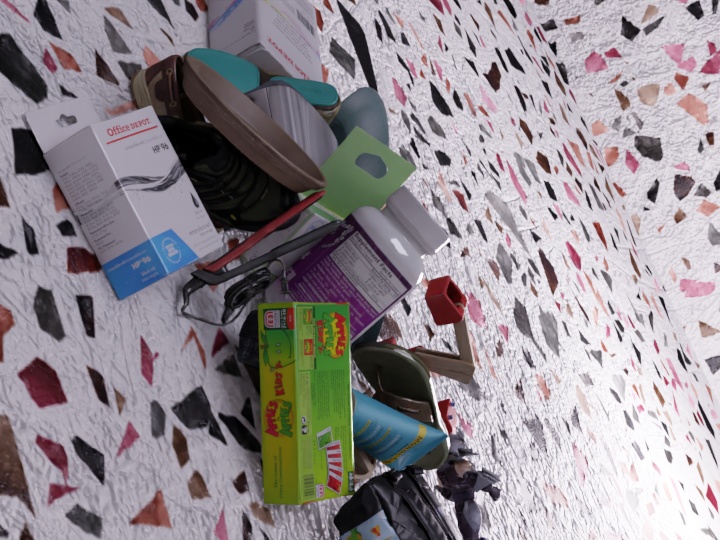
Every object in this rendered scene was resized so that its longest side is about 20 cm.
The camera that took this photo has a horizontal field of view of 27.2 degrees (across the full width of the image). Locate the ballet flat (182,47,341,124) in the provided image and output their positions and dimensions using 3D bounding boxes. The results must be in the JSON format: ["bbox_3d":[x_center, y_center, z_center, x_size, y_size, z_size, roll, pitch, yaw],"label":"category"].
[{"bbox_3d":[-0.124,-0.211,1.798,0.199,0.071,0.071,13,41,-12],"label":"ballet flat"}]

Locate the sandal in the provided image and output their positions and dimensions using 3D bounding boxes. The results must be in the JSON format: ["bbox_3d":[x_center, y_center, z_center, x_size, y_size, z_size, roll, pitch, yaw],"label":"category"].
[{"bbox_3d":[0.051,0.163,1.734,0.201,0.079,0.057,63,33,-27],"label":"sandal"}]

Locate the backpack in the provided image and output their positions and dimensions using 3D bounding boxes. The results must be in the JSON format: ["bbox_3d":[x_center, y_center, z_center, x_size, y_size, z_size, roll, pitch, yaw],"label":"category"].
[{"bbox_3d":[0.057,0.325,1.572,0.200,0.154,0.163,46,13,14],"label":"backpack"}]

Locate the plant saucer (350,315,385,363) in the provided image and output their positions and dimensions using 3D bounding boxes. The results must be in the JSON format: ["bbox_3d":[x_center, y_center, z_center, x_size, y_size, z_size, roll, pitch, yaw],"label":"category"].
[{"bbox_3d":[0.024,0.025,1.799,0.027,0.201,0.200,18,30,-1],"label":"plant saucer"}]

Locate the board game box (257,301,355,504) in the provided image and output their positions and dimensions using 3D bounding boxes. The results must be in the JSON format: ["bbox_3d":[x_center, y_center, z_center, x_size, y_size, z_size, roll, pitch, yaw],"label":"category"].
[{"bbox_3d":[-0.055,0.133,1.523,0.101,0.047,0.201,2,85,-57],"label":"board game box"}]

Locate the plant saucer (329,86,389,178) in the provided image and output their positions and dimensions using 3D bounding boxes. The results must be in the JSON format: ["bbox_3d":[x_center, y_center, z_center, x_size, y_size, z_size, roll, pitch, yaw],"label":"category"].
[{"bbox_3d":[-0.023,-0.133,1.861,0.039,0.201,0.202,7,52,-23],"label":"plant saucer"}]

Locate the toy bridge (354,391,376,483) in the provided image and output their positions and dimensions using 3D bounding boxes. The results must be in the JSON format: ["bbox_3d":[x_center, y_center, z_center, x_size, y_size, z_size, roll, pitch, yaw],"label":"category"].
[{"bbox_3d":[-0.011,0.205,1.677,0.067,0.027,0.200,61,21,-9],"label":"toy bridge"}]

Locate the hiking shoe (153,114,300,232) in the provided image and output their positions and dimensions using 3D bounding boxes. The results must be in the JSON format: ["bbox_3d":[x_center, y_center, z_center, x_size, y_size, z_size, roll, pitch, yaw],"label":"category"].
[{"bbox_3d":[-0.146,-0.098,1.548,0.199,0.076,0.101,27,-8,-15],"label":"hiking shoe"}]

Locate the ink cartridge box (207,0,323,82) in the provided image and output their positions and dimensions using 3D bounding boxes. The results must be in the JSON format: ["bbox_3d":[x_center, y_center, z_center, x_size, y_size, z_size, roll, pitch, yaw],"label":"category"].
[{"bbox_3d":[-0.122,-0.296,1.909,0.145,0.084,0.201,42,30,-42],"label":"ink cartridge box"}]

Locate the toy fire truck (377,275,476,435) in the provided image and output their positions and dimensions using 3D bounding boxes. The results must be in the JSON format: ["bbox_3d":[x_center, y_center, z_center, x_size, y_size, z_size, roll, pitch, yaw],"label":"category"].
[{"bbox_3d":[0.089,0.117,1.824,0.201,0.141,0.049,63,21,-20],"label":"toy fire truck"}]

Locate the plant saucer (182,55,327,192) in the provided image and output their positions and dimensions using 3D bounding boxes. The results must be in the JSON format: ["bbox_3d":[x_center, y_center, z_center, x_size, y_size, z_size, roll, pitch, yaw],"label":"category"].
[{"bbox_3d":[-0.116,-0.149,1.565,0.200,0.029,0.200,43,7,-7],"label":"plant saucer"}]

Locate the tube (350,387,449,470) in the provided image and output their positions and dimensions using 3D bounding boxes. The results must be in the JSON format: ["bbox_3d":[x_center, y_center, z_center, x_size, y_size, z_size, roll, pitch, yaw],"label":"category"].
[{"bbox_3d":[0.022,0.179,1.654,0.200,0.077,0.051,34,27,-52],"label":"tube"}]

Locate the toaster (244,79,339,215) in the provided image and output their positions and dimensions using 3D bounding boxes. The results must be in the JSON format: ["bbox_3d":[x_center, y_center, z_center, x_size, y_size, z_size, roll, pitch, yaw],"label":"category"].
[{"bbox_3d":[-0.089,-0.120,1.754,0.200,0.113,0.130,47,29,-55],"label":"toaster"}]

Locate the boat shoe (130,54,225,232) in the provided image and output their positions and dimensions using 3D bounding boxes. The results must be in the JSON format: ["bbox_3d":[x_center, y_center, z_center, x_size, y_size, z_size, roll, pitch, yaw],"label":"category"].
[{"bbox_3d":[-0.181,-0.140,1.619,0.072,0.072,0.201,0,66,-66],"label":"boat shoe"}]

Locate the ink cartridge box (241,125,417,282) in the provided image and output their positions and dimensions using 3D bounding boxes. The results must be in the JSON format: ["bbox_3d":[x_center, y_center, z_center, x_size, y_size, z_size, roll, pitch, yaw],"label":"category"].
[{"bbox_3d":[-0.025,-0.056,1.710,0.145,0.200,0.048,28,20,-54],"label":"ink cartridge box"}]

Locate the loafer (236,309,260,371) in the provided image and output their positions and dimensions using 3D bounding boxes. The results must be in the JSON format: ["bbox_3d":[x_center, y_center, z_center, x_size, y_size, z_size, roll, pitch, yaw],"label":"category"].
[{"bbox_3d":[-0.073,0.116,1.604,0.201,0.068,0.071,48,61,-47],"label":"loafer"}]

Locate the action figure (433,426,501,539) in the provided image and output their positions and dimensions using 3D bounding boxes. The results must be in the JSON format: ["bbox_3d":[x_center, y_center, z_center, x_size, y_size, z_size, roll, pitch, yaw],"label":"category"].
[{"bbox_3d":[0.131,0.289,1.808,0.130,0.069,0.201,127,-45,-76],"label":"action figure"}]

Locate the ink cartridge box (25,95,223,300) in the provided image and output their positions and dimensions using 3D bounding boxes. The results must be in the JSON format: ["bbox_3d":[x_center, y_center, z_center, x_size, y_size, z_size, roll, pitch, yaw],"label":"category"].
[{"bbox_3d":[-0.228,-0.086,1.448,0.201,0.068,0.116,62,28,-3],"label":"ink cartridge box"}]

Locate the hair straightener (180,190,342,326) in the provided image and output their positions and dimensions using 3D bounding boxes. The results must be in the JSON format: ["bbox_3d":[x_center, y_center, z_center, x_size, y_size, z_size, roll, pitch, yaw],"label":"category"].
[{"bbox_3d":[-0.099,-0.002,1.538,0.077,0.200,0.041,57,-21,-4],"label":"hair straightener"}]

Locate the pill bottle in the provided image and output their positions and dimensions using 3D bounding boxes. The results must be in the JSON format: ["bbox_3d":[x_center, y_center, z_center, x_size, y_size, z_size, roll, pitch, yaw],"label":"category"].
[{"bbox_3d":[0.000,0.000,1.656,0.112,0.200,0.112,49,2,-2],"label":"pill bottle"}]
